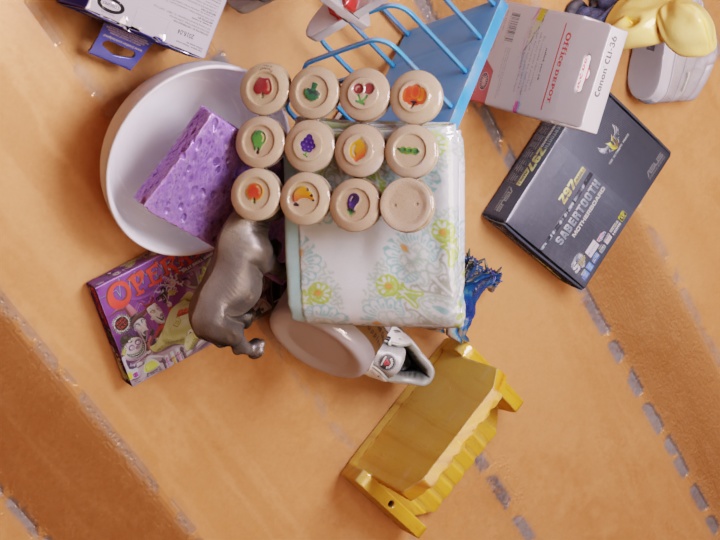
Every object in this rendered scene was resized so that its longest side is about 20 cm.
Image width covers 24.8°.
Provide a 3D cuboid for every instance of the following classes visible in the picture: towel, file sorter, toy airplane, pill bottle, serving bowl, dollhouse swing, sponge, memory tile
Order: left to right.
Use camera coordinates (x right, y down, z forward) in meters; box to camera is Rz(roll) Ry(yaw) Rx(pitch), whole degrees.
[{"bbox_3d":[-0.170,-0.117,1.607,0.200,0.066,0.201,-17,124,-27],"label":"serving bowl"},{"bbox_3d":[-0.116,-0.071,1.609,0.200,0.030,0.112,31,97,-42],"label":"sponge"},{"bbox_3d":[-0.030,-0.320,1.564,0.200,0.199,0.141,-49,121,-9],"label":"toy airplane"},{"bbox_3d":[-0.024,-0.114,1.516,0.017,0.200,0.154,11,84,-72],"label":"memory tile"},{"bbox_3d":[0.000,0.000,1.689,0.114,0.114,0.200,48,59,-34],"label":"pill bottle"},{"bbox_3d":[0.013,-0.045,1.553,0.048,0.171,0.201,-34,124,-70],"label":"towel"},{"bbox_3d":[0.032,-0.214,1.634,0.123,0.139,0.200,43,55,-30],"label":"file sorter"},{"bbox_3d":[0.111,0.203,1.831,0.200,0.176,0.182,-51,124,-10],"label":"dollhouse swing"}]

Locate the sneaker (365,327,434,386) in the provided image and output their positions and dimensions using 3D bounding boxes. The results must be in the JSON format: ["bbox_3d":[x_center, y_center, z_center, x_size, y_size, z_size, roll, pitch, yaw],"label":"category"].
[{"bbox_3d":[0.005,0.075,1.766,0.200,0.088,0.074,22,95,-40],"label":"sneaker"}]

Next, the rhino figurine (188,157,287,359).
[{"bbox_3d":[-0.107,-0.015,1.588,0.087,0.060,0.200,12,102,-43],"label":"rhino figurine"}]

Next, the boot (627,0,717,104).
[{"bbox_3d":[0.377,-0.293,1.921,0.095,0.074,0.200,-5,116,-38],"label":"boot"}]

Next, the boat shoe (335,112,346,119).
[{"bbox_3d":[-0.015,-0.125,1.717,0.200,0.060,0.074,-33,120,-20],"label":"boat shoe"}]

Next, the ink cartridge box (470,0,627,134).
[{"bbox_3d":[0.208,-0.215,1.748,0.067,0.200,0.117,11,99,-34],"label":"ink cartridge box"}]

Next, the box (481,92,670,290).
[{"bbox_3d":[0.253,-0.101,1.904,0.158,0.051,0.200,37,84,-34],"label":"box"}]

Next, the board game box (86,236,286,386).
[{"bbox_3d":[-0.172,0.022,1.683,0.200,0.032,0.120,-29,114,-22],"label":"board game box"}]

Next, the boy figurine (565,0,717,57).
[{"bbox_3d":[0.319,-0.279,1.801,0.124,0.200,0.065,-41,122,-20],"label":"boy figurine"}]

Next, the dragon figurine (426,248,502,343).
[{"bbox_3d":[0.104,0.024,1.791,0.200,0.059,0.100,11,98,-72],"label":"dragon figurine"}]

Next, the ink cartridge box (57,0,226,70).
[{"bbox_3d":[-0.193,-0.288,1.542,0.136,0.076,0.200,20,92,-35],"label":"ink cartridge box"}]
